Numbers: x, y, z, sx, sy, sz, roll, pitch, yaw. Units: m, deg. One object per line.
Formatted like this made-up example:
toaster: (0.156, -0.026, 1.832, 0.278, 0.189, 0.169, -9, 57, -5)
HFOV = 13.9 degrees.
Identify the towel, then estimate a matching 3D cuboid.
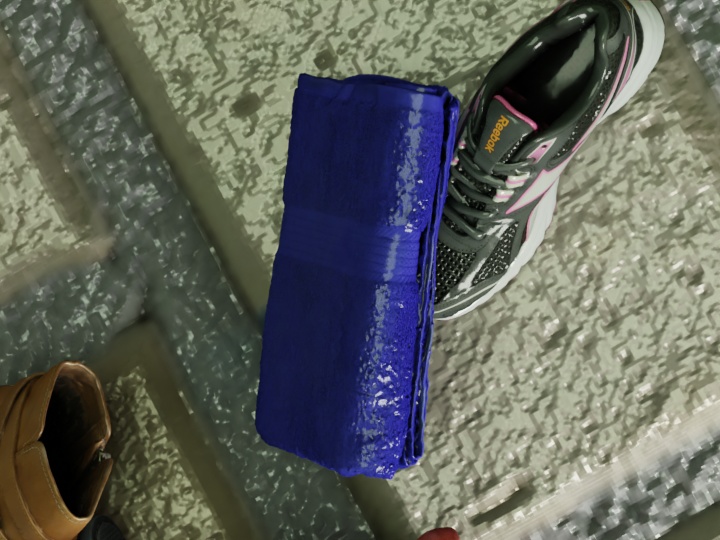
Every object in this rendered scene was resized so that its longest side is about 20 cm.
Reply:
towel: (0.000, 0.000, 1.514, 0.049, 0.148, 0.201, 7, 94, -24)

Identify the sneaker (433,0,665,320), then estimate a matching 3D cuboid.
sneaker: (0.072, -0.066, 1.507, 0.080, 0.086, 0.200, 34, 101, 13)

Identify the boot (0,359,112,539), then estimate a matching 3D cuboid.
boot: (-0.177, 0.154, 1.538, 0.155, 0.076, 0.201, -29, 55, 45)

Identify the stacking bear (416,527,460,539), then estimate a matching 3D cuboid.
stacking bear: (-0.051, 0.195, 1.504, 0.199, 0.114, 0.122, -2, 87, -5)

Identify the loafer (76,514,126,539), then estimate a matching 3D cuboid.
loafer: (-0.134, 0.233, 1.579, 0.063, 0.072, 0.201, -17, 90, 18)
